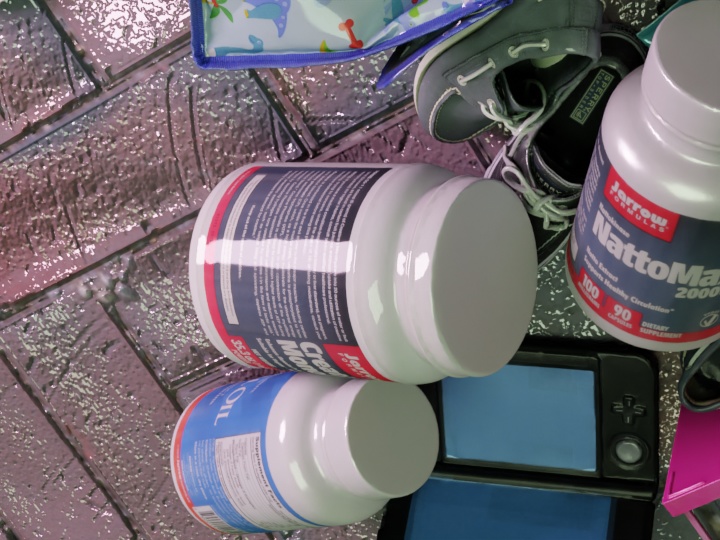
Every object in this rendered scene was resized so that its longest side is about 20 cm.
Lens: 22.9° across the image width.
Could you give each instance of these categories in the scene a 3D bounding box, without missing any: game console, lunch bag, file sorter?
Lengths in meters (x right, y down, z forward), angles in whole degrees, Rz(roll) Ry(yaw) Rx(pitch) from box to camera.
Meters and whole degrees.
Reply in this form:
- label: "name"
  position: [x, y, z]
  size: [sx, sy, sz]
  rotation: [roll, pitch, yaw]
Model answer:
- label: "game console"
  position: [0.105, 0.149, 1.252]
  size: [0.198, 0.117, 0.177]
  rotation: [4, 120, 16]
- label: "lunch bag"
  position: [0.011, -0.192, 1.052]
  size: [0.198, 0.170, 0.128]
  rotation: [-1, 117, 17]
- label: "file sorter"
  position: [0.319, 0.117, 1.150]
  size: [0.199, 0.139, 0.126]
  rotation: [-29, 109, 30]

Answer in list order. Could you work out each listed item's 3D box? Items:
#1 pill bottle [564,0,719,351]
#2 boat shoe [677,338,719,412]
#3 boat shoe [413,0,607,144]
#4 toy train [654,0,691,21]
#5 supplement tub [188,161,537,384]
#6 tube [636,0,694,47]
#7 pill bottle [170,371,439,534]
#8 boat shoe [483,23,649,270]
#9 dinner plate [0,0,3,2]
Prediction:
- label: "pill bottle"
  position: [0.193, -0.056, 1.044]
  size: [0.119, 0.120, 0.201]
  rotation: [17, 142, 8]
- label: "boat shoe"
  position: [0.279, 0.031, 1.109]
  size: [0.199, 0.062, 0.075]
  rotation: [-28, 107, 37]
- label: "boat shoe"
  position: [0.089, -0.117, 1.092]
  size: [0.072, 0.062, 0.200]
  rotation: [3, 157, -24]
- label: "toy train"
  position: [0.203, -0.170, 1.083]
  size: [0.045, 0.034, 0.201]
  rotation: [4, 120, 12]
- label: "supplement tub"
  position: [0.000, 0.000, 1.158]
  size: [0.199, 0.140, 0.141]
  rotation: [3, 122, 37]
- label: "tube"
  position: [0.260, -0.098, 1.088]
  size: [0.077, 0.050, 0.200]
  rotation: [-41, 106, 12]
- label: "pill bottle"
  position: [-0.038, 0.125, 1.250]
  size: [0.199, 0.112, 0.113]
  rotation: [-15, 115, 49]
- label: "boat shoe"
  position: [0.126, -0.063, 1.150]
  size: [0.073, 0.068, 0.200]
  rotation: [32, 124, -2]
- label: "dinner plate"
  position: [-0.291, -0.271, 1.194]
  size: [0.198, 0.024, 0.202]
  rotation: [8, 121, 13]
